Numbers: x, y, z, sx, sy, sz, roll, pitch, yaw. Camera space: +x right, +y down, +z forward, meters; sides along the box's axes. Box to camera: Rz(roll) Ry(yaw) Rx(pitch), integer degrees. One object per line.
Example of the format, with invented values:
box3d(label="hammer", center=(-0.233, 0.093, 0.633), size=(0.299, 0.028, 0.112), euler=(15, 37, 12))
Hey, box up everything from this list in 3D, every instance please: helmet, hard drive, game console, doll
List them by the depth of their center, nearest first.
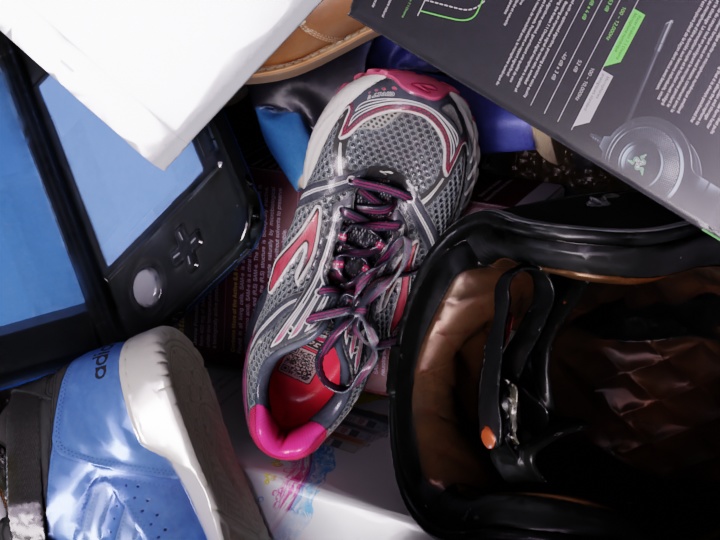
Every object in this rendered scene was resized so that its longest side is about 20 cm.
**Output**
box3d(label="helmet", center=(0.127, 0.057, 0.945), size=(0.190, 0.200, 0.200), euler=(8, 116, -22))
box3d(label="hard drive", center=(-0.072, -0.158, 0.962), size=(0.132, 0.026, 0.200), euler=(41, 111, -10))
box3d(label="doll", center=(0.002, -0.091, 1.048), size=(0.199, 0.048, 0.137), euler=(7, 76, 19))
box3d(label="game console", center=(-0.164, -0.056, 1.059), size=(0.171, 0.118, 0.200), euler=(-42, 61, 35))

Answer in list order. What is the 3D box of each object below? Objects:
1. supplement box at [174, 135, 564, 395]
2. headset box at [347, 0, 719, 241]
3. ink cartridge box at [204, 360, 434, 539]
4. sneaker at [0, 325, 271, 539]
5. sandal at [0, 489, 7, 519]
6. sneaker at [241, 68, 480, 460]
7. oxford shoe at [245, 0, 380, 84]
box3d(label="supplement box", center=(-0.004, 0.000, 1.089), size=(0.199, 0.061, 0.109), euler=(10, 109, 18))
box3d(label="headset box", center=(0.128, -0.095, 0.867), size=(0.200, 0.174, 0.093), euler=(33, 109, 19))
box3d(label="ink cartridge box", center=(-0.031, 0.140, 1.099), size=(0.199, 0.145, 0.146), euler=(17, 112, 17))
box3d(label="sneaker", center=(-0.104, 0.136, 0.999), size=(0.111, 0.077, 0.200), euler=(-19, 92, 17))
box3d(label="sandal", center=(-0.245, 0.076, 1.206), size=(0.207, 0.059, 0.079), euler=(46, 131, 23))
box3d(label="sneaker", center=(0.000, 0.000, 0.998), size=(0.080, 0.075, 0.200), euler=(17, 119, -5))
box3d(label="oxford shoe", center=(-0.015, -0.141, 1.010), size=(0.199, 0.071, 0.072), euler=(-14, 61, 10))
